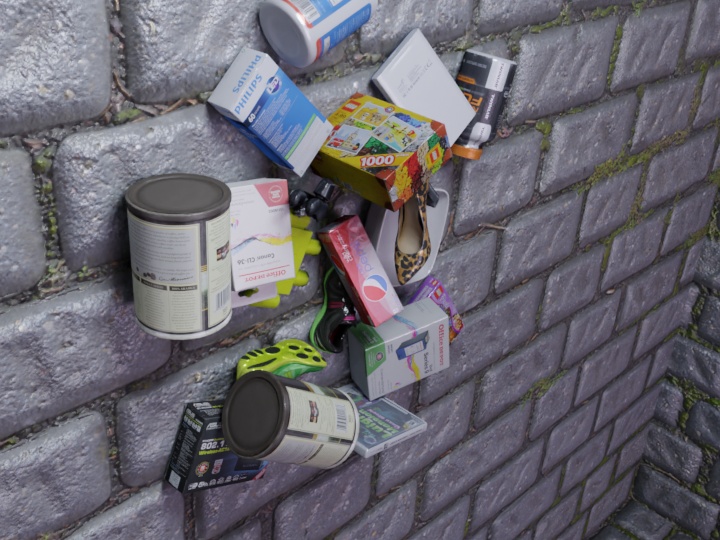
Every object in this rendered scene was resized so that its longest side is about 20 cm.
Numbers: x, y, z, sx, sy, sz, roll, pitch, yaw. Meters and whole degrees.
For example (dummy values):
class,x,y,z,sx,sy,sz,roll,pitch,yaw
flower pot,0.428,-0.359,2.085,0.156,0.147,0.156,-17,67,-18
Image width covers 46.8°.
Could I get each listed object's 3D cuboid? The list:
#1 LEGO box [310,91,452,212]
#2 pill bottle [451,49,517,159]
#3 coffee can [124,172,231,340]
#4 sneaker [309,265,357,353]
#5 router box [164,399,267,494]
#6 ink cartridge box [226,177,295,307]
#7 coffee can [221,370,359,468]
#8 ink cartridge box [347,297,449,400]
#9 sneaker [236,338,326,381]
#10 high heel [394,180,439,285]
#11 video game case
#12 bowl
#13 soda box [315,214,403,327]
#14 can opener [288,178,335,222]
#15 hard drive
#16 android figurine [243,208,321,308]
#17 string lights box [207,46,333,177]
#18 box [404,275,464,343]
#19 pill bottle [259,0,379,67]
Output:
class,x,y,z,sx,sy,sz,roll,pitch,yaw
LEGO box,0.026,-0.201,1.384,0.149,0.200,0.077,-45,141,-21
pill bottle,0.227,-0.320,1.623,0.106,0.106,0.200,-5,115,-48
coffee can,-0.260,-0.021,1.206,0.146,0.146,0.200,-22,129,-40
sneaker,-0.032,0.067,1.582,0.077,0.084,0.200,-6,117,-48
router box,-0.243,0.311,1.507,0.200,0.062,0.150,3,109,-50
ink cartridge box,-0.170,-0.039,1.313,0.116,0.067,0.201,-14,106,-36
coffee can,-0.119,0.263,1.446,0.200,0.146,0.147,24,94,-49
ink cartridge box,0.082,0.161,1.733,0.200,0.088,0.146,-20,128,-22
sneaker,-0.151,0.181,1.536,0.200,0.074,0.084,-5,131,-43
high heel,0.082,-0.084,1.502,0.143,0.071,0.200,42,62,-59
video game case,0.003,0.294,1.670,0.182,0.200,0.023,-13,121,-45
bowl,0.077,-0.075,1.629,0.200,0.075,0.200,-10,120,-45
soda box,0.000,0.000,1.513,0.070,0.063,0.200,-32,105,-17
can opener,-0.087,-0.113,1.330,0.200,0.063,0.079,-49,158,-80
hard drive,0.117,-0.314,1.501,0.132,0.025,0.200,-52,121,-19
android figurine,-0.151,-0.024,1.424,0.200,0.041,0.182,13,102,-54
string lights box,-0.134,-0.241,1.288,0.103,0.059,0.200,-57,143,-7
box,0.157,0.121,1.875,0.137,0.039,0.200,-51,142,-14
pill bottle,-0.045,-0.402,1.247,0.200,0.112,0.112,-42,139,-24
